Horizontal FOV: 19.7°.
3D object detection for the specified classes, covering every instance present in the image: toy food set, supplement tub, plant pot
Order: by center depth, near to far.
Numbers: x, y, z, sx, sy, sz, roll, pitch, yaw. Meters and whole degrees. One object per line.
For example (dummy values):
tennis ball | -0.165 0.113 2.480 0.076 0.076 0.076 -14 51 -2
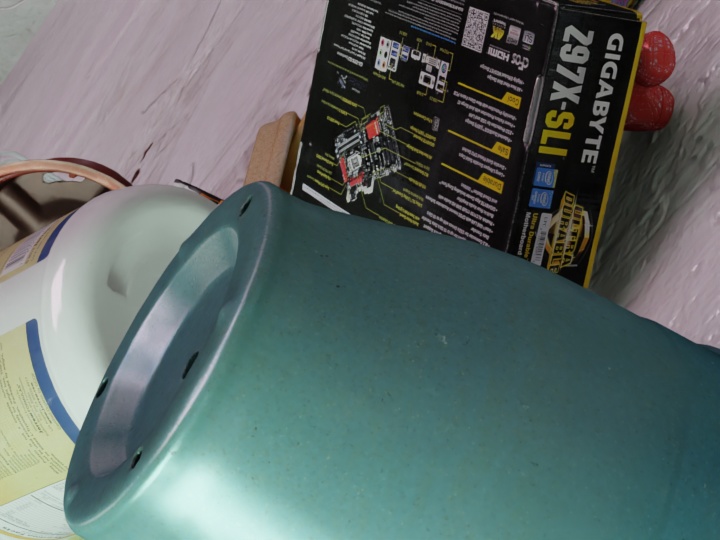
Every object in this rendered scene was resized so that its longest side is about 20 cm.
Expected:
plant pot | 0.007 0.073 0.720 0.200 0.187 0.201 -52 18 25
supplement tub | -0.142 0.054 1.021 0.199 0.144 0.145 -24 37 44
toy food set | -0.055 0.006 1.167 0.201 0.048 0.199 -79 5 -47
plant pot | -0.223 0.003 1.526 0.201 0.200 0.195 -57 9 8

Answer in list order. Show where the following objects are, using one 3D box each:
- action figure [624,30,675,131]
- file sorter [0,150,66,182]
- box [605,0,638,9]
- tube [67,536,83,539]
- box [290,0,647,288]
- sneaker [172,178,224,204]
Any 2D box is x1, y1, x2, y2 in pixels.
action figure | 0.089 -0.076 0.947 0.200 0.065 0.052 166 114 -68
file sorter | -0.294 -0.018 1.853 0.139 0.124 0.200 -59 17 1
box | 0.102 -0.230 1.071 0.201 0.122 0.193 -55 16 15
tube | -0.202 0.212 1.297 0.200 0.052 0.058 -53 22 20
box | 0.037 -0.055 0.914 0.200 0.049 0.161 31 115 58
sneaker | -0.101 -0.001 1.360 0.093 0.075 0.200 -64 16 1
